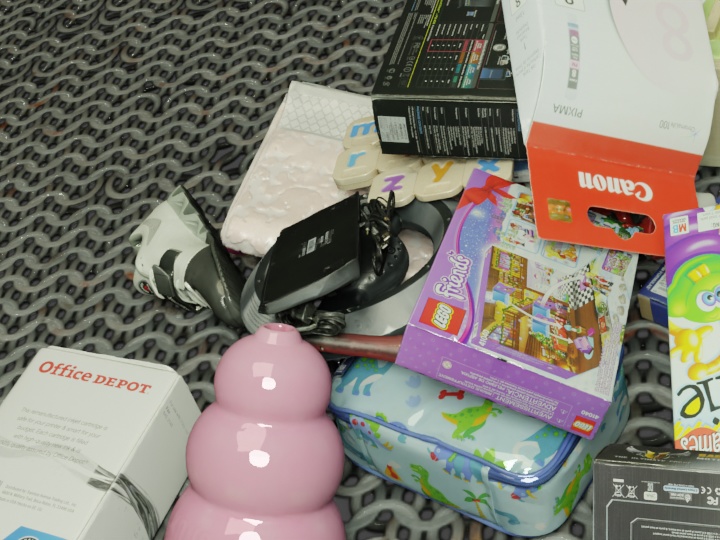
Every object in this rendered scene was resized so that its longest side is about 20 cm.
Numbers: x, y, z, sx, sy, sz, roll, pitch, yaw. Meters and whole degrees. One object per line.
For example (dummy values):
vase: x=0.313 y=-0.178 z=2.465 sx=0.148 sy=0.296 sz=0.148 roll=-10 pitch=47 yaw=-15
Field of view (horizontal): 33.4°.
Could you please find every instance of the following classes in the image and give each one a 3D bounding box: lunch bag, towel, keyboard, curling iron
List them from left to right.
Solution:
keyboard: x=-0.016 y=-0.009 z=0.865 sx=0.103 sy=0.040 sz=0.200 roll=-25 pitch=16 yaw=8
towel: x=-0.001 y=-0.078 z=1.062 sx=0.198 sy=0.032 sz=0.193 roll=13 pitch=59 yaw=11
curling iron: x=0.036 y=0.054 z=0.817 sx=0.197 sy=0.050 sz=0.026 roll=12 pitch=73 yaw=4
lunch bag: x=0.086 y=0.089 z=0.873 sx=0.198 sy=0.083 sz=0.161 roll=18 pitch=50 yaw=34

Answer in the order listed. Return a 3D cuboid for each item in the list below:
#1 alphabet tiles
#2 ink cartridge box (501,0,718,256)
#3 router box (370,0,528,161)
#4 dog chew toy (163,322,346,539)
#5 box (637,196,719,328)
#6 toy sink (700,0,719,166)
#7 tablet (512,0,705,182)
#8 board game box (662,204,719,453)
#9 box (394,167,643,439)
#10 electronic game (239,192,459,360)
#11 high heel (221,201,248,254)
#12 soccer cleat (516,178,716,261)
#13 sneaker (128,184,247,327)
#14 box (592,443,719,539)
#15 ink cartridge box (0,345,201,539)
alphabet tiles: x=0.076 y=-0.114 z=1.005 sx=0.198 sy=0.015 sz=0.197 roll=-10 pitch=36 yaw=18
ink cartridge box: x=0.189 y=-0.116 z=0.862 sx=0.161 sy=0.057 sz=0.202 roll=6 pitch=62 yaw=-27
router box: x=0.105 y=-0.176 z=0.974 sx=0.148 sy=0.063 sz=0.201 roll=4 pitch=47 yaw=18
dog chew toy: x=-0.065 y=0.136 z=0.797 sx=0.123 sy=0.203 sz=0.125 roll=6 pitch=11 yaw=-1
box: x=0.320 y=0.021 z=0.880 sx=0.199 sy=0.033 sz=0.121 roll=24 pitch=59 yaw=41
toy sink: x=0.313 y=-0.174 z=1.026 sx=0.198 sy=0.113 sz=0.131 roll=8 pitch=49 yaw=29
tablet: x=0.195 y=-0.150 z=0.992 sx=0.201 sy=0.014 sz=0.130 roll=-52 pitch=22 yaw=-16
board game box: x=0.260 y=0.064 z=0.775 sx=0.104 sy=0.103 sz=0.202 roll=-10 pitch=52 yaw=23
box: x=0.115 y=0.015 z=0.826 sx=0.135 sy=0.039 sz=0.201 roll=21 pitch=39 yaw=6
electronic game: x=0.000 y=0.000 z=0.929 sx=0.198 sy=0.042 sz=0.201 roll=-15 pitch=32 yaw=10
high heel: x=-0.036 y=-0.075 z=1.099 sx=0.096 sy=0.068 sz=0.200 roll=13 pitch=48 yaw=46
soccer cleat: x=0.198 y=-0.052 z=0.976 sx=0.084 sy=0.069 sz=0.199 roll=-20 pitch=20 yaw=-28
sneaker: x=-0.155 y=0.006 z=1.073 sx=0.088 sy=0.074 sz=0.200 roll=-36 pitch=37 yaw=-2
box: x=0.229 y=0.185 z=0.662 sx=0.198 sy=0.161 sz=0.048 roll=0 pitch=5 yaw=24
ink cartridge box: x=-0.227 y=0.167 z=0.916 sx=0.145 sy=0.086 sz=0.201 roll=7 pitch=48 yaw=27
